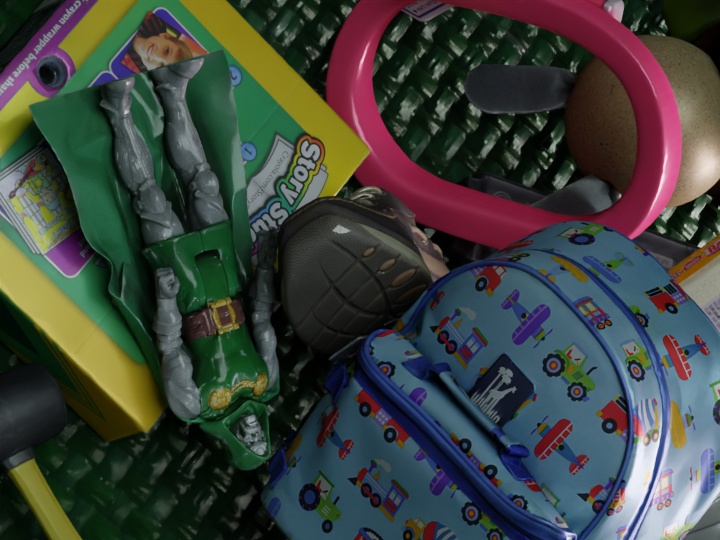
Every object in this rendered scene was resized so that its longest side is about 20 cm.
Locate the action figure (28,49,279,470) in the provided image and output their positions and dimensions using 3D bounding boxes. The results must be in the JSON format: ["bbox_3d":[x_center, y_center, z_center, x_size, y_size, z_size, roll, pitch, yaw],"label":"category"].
[{"bbox_3d":[-0.079,0.001,1.392,0.118,0.055,0.200,-20,97,-33],"label":"action figure"}]

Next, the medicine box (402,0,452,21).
[{"bbox_3d":[0.013,-0.237,1.473,0.200,0.182,0.103,30,68,-20],"label":"medicine box"}]

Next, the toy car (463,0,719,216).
[{"bbox_3d":[0.160,-0.076,1.550,0.200,0.158,0.164,-16,77,-15],"label":"toy car"}]

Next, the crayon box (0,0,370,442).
[{"bbox_3d":[-0.118,-0.046,1.439,0.173,0.058,0.200,46,64,-16],"label":"crayon box"}]

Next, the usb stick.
[{"bbox_3d":[0.137,-0.002,1.577,0.200,0.033,0.056,18,79,-23],"label":"usb stick"}]

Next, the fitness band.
[{"bbox_3d":[0.072,-0.083,1.476,0.037,0.200,0.144,-32,134,-53],"label":"fitness band"}]

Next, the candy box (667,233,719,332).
[{"bbox_3d":[0.229,0.066,1.530,0.102,0.026,0.200,-35,115,9],"label":"candy box"}]

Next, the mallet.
[{"bbox_3d":[-0.129,0.133,1.386,0.066,0.041,0.200,-34,82,-32],"label":"mallet"}]

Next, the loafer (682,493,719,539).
[{"bbox_3d":[0.116,0.137,1.478,0.200,0.070,0.070,-12,91,6],"label":"loafer"}]

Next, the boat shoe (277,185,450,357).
[{"bbox_3d":[0.000,0.000,1.446,0.074,0.200,0.073,-28,65,7],"label":"boat shoe"}]

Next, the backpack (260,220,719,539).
[{"bbox_3d":[0.074,0.080,1.369,0.134,0.200,0.183,1,43,-52],"label":"backpack"}]
